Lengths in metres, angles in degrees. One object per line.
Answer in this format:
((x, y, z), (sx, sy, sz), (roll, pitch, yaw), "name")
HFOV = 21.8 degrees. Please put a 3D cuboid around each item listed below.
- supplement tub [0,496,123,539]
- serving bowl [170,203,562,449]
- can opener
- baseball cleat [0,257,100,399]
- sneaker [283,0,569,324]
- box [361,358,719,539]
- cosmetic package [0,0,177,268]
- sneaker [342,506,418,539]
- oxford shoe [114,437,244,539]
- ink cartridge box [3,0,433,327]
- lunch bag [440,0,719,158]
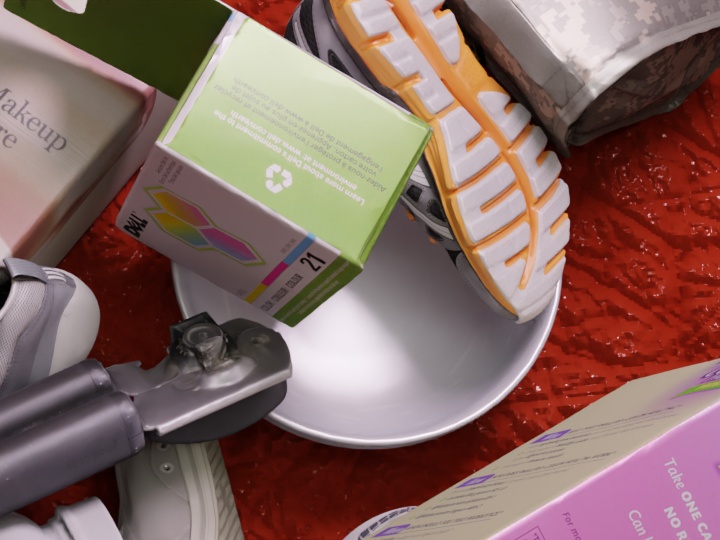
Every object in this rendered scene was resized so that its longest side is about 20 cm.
((-0.188, 0.193, 0.824), (0.200, 0.145, 0.145), (-21, 75, -16), "supplement tub")
((0.000, 0.000, 0.964), (0.200, 0.066, 0.201), (3, 71, -8), "serving bowl")
((-0.118, 0.079, 0.839), (0.200, 0.067, 0.053), (-24, 41, -22), "can opener")
((-0.209, 0.068, 0.853), (0.200, 0.106, 0.070), (-50, 57, 8), "baseball cleat")
((0.033, -0.063, 0.922), (0.078, 0.077, 0.200), (-34, 97, -42), "sneaker")
((0.107, 0.122, 0.807), (0.200, 0.176, 0.097), (-28, 90, -24), "box")
((-0.183, -0.056, 0.943), (0.103, 0.087, 0.200), (34, 69, 5), "cosmetic package")
((-0.025, 0.195, 0.885), (0.076, 0.081, 0.200), (33, 71, 2), "sneaker")
((-0.085, 0.136, 0.877), (0.058, 0.075, 0.200), (-20, 46, 0), "oxford shoe")
((-0.085, -0.066, 0.845), (0.200, 0.148, 0.076), (29, 73, -6), "ink cartridge box")
((0.104, -0.155, 0.973), (0.164, 0.118, 0.200), (53, 38, 11), "lunch bag")
